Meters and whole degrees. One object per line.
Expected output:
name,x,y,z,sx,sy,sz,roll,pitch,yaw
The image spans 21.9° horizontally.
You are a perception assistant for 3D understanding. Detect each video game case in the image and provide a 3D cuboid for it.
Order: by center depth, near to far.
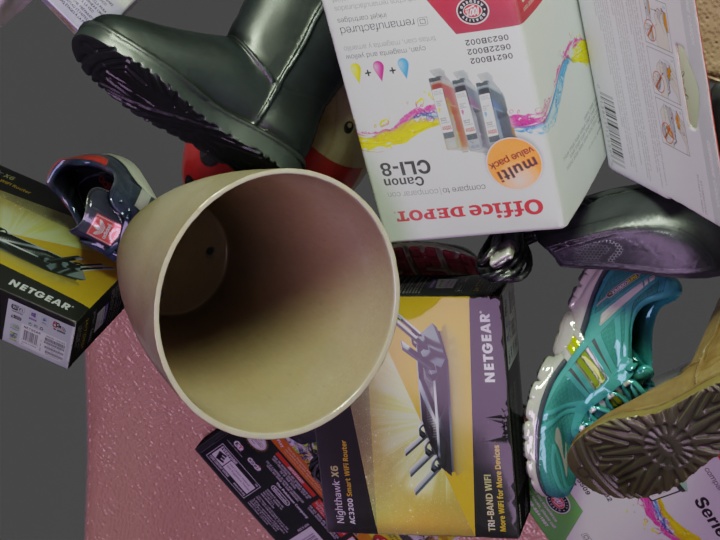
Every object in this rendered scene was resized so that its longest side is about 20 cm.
video game case,-0.021,0.186,1.630,0.181,0.026,0.200,-36,98,34

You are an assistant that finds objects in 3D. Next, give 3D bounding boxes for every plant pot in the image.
plant pot,-0.099,0.006,1.352,0.200,0.187,0.188,22,136,61

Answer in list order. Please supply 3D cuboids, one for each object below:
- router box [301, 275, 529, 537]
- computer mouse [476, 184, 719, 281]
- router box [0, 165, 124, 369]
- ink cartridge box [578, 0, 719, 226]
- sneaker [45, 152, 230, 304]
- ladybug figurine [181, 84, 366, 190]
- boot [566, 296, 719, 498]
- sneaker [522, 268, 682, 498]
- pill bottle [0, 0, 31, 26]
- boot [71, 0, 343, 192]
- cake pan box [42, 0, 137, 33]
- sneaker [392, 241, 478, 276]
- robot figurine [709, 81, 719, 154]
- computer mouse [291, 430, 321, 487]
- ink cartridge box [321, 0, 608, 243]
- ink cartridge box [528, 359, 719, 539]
router box,0.044,0.105,1.435,0.156,0.052,0.201,-1,109,16
computer mouse,0.187,-0.034,1.359,0.199,0.139,0.053,2,112,11
router box,-0.291,-0.013,1.554,0.199,0.157,0.052,23,124,9
ink cartridge box,0.209,-0.145,1.268,0.043,0.174,0.201,-21,115,-15
sneaker,-0.182,-0.025,1.498,0.200,0.084,0.075,40,108,29
ladybug figurine,-0.072,-0.091,1.468,0.136,0.072,0.200,46,125,-6
boot,0.251,0.071,1.343,0.175,0.200,0.066,-25,106,35
sneaker,0.181,0.082,1.406,0.079,0.077,0.201,23,94,27
pill bottle,-0.323,-0.293,1.435,0.200,0.120,0.120,44,125,-4
boot,-0.093,-0.175,1.357,0.200,0.169,0.076,32,157,-18
cake pan box,-0.202,-0.298,1.353,0.184,0.052,0.200,-44,98,-5
sneaker,0.000,0.000,1.493,0.199,0.075,0.081,-2,122,10
robot figurine,0.325,-0.110,1.259,0.124,0.150,0.201,4,121,40
computer mouse,-0.059,0.086,1.548,0.200,0.053,0.139,46,124,10
ink cartridge box,0.081,-0.141,1.331,0.145,0.145,0.201,-4,116,25
ink cartridge box,0.244,0.169,1.469,0.200,0.084,0.145,-28,103,33
